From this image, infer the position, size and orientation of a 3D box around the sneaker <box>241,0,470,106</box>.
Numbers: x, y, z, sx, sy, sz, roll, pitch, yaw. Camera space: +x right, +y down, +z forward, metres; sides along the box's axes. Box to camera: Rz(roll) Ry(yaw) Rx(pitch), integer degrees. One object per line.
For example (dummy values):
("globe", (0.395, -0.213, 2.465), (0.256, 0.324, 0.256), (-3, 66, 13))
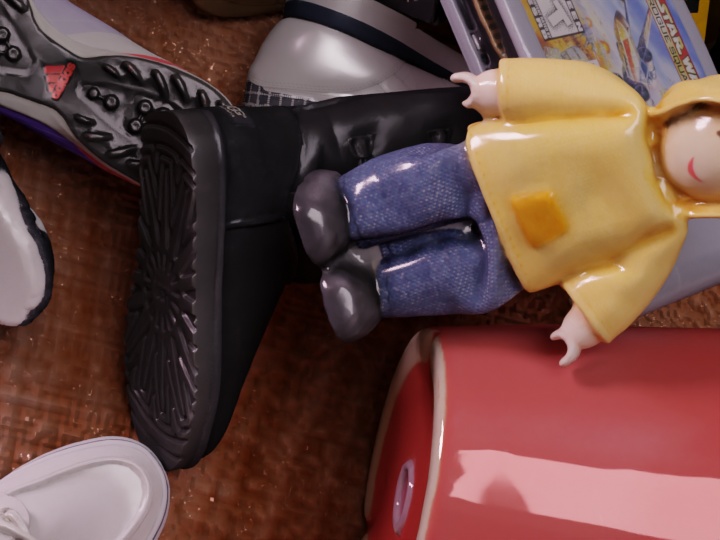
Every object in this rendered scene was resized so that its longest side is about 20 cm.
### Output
("sneaker", (0.038, -0.061, 0.973), (0.199, 0.076, 0.081), (25, 81, -13))

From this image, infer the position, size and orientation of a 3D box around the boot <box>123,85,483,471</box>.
("boot", (0.000, -0.001, 0.899), (0.199, 0.066, 0.166), (-8, 118, -33))

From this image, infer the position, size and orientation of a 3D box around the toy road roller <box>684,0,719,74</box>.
("toy road roller", (0.153, -0.146, 1.021), (0.145, 0.123, 0.201), (14, 66, -6))

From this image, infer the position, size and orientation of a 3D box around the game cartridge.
("game cartridge", (0.106, -0.082, 0.891), (0.133, 0.041, 0.201), (-19, 83, -43))

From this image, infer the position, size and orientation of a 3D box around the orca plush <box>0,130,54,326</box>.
("orca plush", (-0.211, -0.052, 0.872), (0.199, 0.071, 0.106), (25, 107, -3))

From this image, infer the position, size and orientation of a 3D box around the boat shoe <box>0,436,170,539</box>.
("boat shoe", (-0.150, 0.129, 0.812), (0.200, 0.065, 0.074), (-38, 88, -30))

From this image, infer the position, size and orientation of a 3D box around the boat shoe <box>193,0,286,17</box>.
("boat shoe", (-0.017, -0.196, 1.001), (0.200, 0.072, 0.072), (-37, 57, -20))

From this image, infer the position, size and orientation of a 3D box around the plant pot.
("plant pot", (0.099, 0.109, 0.871), (0.176, 0.201, 0.202), (10, 67, -9))

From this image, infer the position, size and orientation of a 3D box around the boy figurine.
("boy figurine", (0.080, -0.024, 0.796), (0.064, 0.199, 0.125), (-45, 121, -71))

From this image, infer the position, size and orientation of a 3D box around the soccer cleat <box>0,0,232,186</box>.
("soccer cleat", (-0.144, -0.093, 0.900), (0.199, 0.073, 0.069), (30, 87, -5))

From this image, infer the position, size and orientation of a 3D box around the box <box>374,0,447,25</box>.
("box", (0.081, -0.224, 0.968), (0.049, 0.162, 0.200), (25, 36, 25))
